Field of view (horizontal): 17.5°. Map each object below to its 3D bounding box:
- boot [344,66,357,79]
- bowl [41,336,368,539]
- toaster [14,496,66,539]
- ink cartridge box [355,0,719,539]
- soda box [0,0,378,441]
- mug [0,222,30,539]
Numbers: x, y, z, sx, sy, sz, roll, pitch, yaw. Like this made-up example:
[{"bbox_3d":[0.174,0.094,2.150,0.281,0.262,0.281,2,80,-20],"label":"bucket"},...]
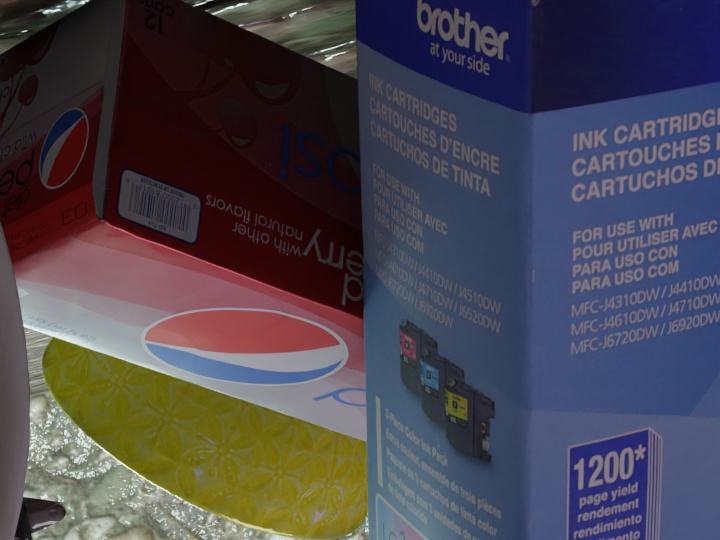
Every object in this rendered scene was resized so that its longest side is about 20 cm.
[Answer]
[{"bbox_3d":[0.081,-0.062,0.676,0.200,0.072,0.144,-18,-176,38],"label":"boot"},{"bbox_3d":[-0.061,0.044,1.261,0.108,0.200,0.200,-62,160,16],"label":"bowl"},{"bbox_3d":[-0.216,0.049,0.664,0.200,0.119,0.181,-13,177,-27],"label":"toaster"},{"bbox_3d":[0.072,-0.014,0.525,0.136,0.200,0.076,-13,-158,-28],"label":"ink cartridge box"},{"bbox_3d":[0.000,0.000,0.584,0.200,0.063,0.070,22,150,-35],"label":"soda box"},{"bbox_3d":[-0.164,0.010,0.360,0.153,0.187,0.149,-4,-133,55],"label":"mug"}]
